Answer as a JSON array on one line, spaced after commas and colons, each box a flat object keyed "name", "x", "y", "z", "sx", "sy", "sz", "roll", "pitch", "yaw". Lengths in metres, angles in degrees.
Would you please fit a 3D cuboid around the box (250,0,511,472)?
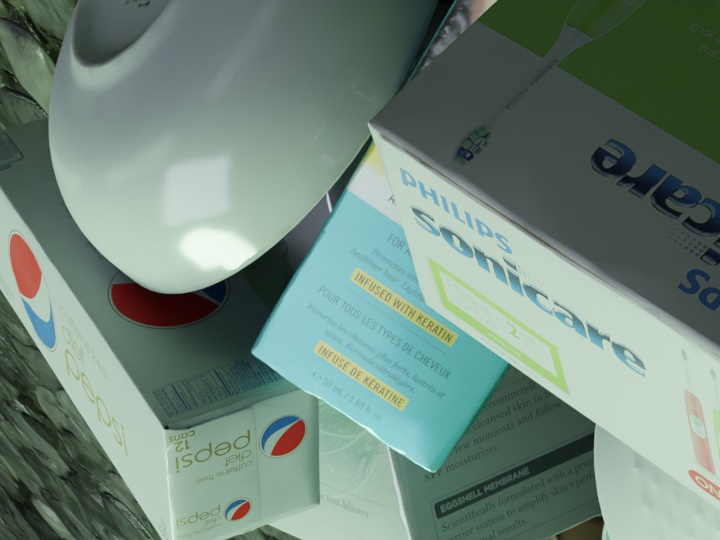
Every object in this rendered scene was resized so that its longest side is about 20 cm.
[{"name": "box", "x": 0.046, "y": -0.032, "z": 0.939, "sx": 0.082, "sy": 0.049, "sz": 0.200, "roll": 33, "pitch": 117, "yaw": 5}]

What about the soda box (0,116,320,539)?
[{"name": "soda box", "x": -0.086, "y": 0.017, "z": 1.059, "sx": 0.200, "sy": 0.064, "sz": 0.068, "roll": 51, "pitch": 151, "yaw": 45}]

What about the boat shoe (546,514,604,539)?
[{"name": "boat shoe", "x": 0.081, "y": 0.123, "z": 1.131, "sx": 0.072, "sy": 0.076, "sz": 0.200, "roll": 64, "pitch": 156, "yaw": -1}]

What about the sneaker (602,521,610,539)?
[{"name": "sneaker", "x": 0.126, "y": 0.172, "z": 0.954, "sx": 0.074, "sy": 0.082, "sz": 0.200, "roll": -15, "pitch": 102, "yaw": 32}]

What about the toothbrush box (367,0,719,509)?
[{"name": "toothbrush box", "x": 0.126, "y": -0.045, "z": 0.707, "sx": 0.146, "sy": 0.200, "sz": 0.086, "roll": 34, "pitch": 158, "yaw": 32}]

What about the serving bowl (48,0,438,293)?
[{"name": "serving bowl", "x": -0.053, "y": -0.095, "z": 0.990, "sx": 0.066, "sy": 0.200, "sz": 0.200, "roll": 31, "pitch": 171, "yaw": -28}]

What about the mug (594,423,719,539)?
[{"name": "mug", "x": 0.174, "y": 0.027, "z": 0.874, "sx": 0.175, "sy": 0.147, "sz": 0.200, "roll": -26, "pitch": 76, "yaw": 63}]

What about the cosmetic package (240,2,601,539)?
[{"name": "cosmetic package", "x": 0.000, "y": 0.000, "z": 1.114, "sx": 0.199, "sy": 0.123, "sz": 0.200, "roll": 14, "pitch": 121, "yaw": 59}]
